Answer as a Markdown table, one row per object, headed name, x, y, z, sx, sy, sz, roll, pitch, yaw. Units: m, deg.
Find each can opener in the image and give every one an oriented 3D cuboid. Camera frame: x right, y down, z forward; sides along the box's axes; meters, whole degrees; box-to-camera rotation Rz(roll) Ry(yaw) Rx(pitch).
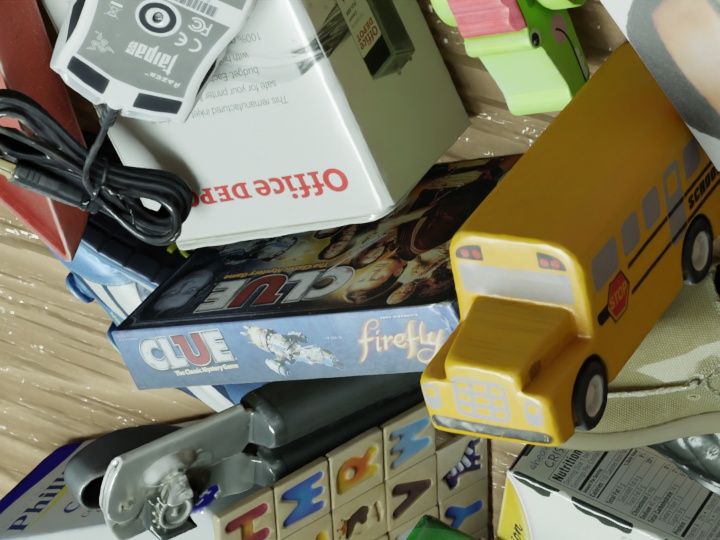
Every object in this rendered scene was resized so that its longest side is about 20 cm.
| name | x | y | z | sx | sy | sz | roll | pitch | yaw |
| --- | --- | --- | --- | --- | --- | --- | --- | --- | --- |
| can opener | -0.047 | 0.068 | 1.337 | 0.067 | 0.199 | 0.054 | 40 | 142 | 39 |

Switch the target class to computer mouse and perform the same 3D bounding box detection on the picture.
| name | x | y | z | sx | sy | sz | roll | pitch | yaw |
| --- | --- | --- | --- | --- | --- | --- | --- | --- | --- |
| computer mouse | -0.093 | -0.099 | 1.210 | 0.109 | 0.044 | 0.200 | 24 | 133 | -11 |

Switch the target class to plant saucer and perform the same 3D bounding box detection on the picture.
| name | x | y | z | sx | sy | sz | roll | pitch | yaw |
| --- | --- | --- | --- | --- | --- | --- | --- | --- | --- |
| plant saucer | -0.197 | -0.127 | 1.335 | 0.200 | 0.037 | 0.200 | 39 | 153 | 47 |

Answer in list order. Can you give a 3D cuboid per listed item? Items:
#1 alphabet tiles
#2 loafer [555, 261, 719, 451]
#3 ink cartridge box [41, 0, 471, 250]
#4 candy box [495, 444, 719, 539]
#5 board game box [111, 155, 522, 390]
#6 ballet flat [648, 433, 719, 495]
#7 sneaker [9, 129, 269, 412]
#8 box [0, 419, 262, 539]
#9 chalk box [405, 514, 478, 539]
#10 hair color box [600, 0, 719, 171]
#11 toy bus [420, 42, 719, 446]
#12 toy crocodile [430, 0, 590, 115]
| name | x | y | z | sx | sy | sz | roll | pitch | yaw |
| --- | --- | --- | --- | --- | --- | --- | --- | --- | --- |
| alphabet tiles | -0.013 | 0.155 | 1.367 | 0.006 | 0.199 | 0.167 | 35 | 140 | 40 |
| loafer | 0.142 | 0.032 | 1.214 | 0.199 | 0.076 | 0.068 | -2 | 124 | -1 |
| ink cartridge box | -0.059 | -0.122 | 1.266 | 0.146 | 0.083 | 0.201 | -7 | 117 | 39 |
| candy box | 0.161 | 0.166 | 1.343 | 0.199 | 0.061 | 0.137 | 24 | 134 | 20 |
| board game box | 0.000 | 0.000 | 1.279 | 0.199 | 0.136 | 0.035 | -6 | 119 | 38 |
| ballet flat | 0.116 | 0.042 | 1.290 | 0.199 | 0.066 | 0.057 | 27 | 112 | 11 |
| sneaker | -0.105 | 0.009 | 1.407 | 0.200 | 0.074 | 0.082 | 40 | 138 | 5 |
| box | -0.084 | 0.181 | 1.499 | 0.199 | 0.105 | 0.185 | -12 | 115 | 40 |
| chalk box | 0.082 | 0.233 | 1.318 | 0.199 | 0.124 | 0.125 | 25 | 136 | 18 |
| hair color box | 0.198 | -0.123 | 1.096 | 0.200 | 0.061 | 0.102 | -26 | 106 | 45 |
| toy bus | 0.094 | -0.012 | 1.154 | 0.065 | 0.200 | 0.079 | 9 | 127 | 30 |
| toy crocodile | 0.049 | -0.153 | 1.179 | 0.067 | 0.062 | 0.201 | 1 | 122 | 35 |
